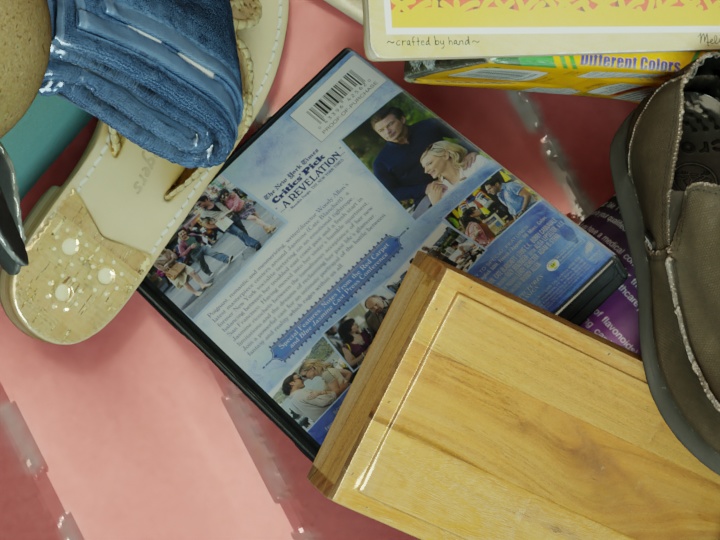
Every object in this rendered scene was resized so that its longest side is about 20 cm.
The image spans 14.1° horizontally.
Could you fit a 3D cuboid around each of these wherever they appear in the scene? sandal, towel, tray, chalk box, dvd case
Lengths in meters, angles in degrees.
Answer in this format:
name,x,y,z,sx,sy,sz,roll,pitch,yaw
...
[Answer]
name,x,y,z,sx,sy,sz,roll,pitch,yaw
sandal,-0.076,-0.061,1.225,0.078,0.070,0.212,33,78,-24
towel,-0.099,-0.140,1.177,0.049,0.112,0.200,-35,48,26
tray,0.089,0.079,1.134,0.200,0.037,0.099,25,94,-23
chalk box,0.098,-0.176,1.221,0.124,0.125,0.200,5,89,-15
dvd case,0.000,0.000,1.209,0.143,0.018,0.200,-44,46,-5

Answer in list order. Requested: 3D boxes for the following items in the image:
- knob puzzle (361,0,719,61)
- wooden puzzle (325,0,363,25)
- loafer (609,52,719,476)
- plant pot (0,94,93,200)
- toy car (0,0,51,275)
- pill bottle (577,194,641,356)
name,x,y,z,sx,sy,sz,roll,pitch,yaw
knob puzzle,0.086,-0.185,1.139,0.219,0.030,0.220,0,88,-15
wooden puzzle,-0.003,-0.222,1.293,0.200,0.046,0.185,32,81,6
loafer,0.142,-0.004,1.108,0.073,0.071,0.200,-4,51,-17
plant pot,-0.210,-0.085,1.190,0.141,0.200,0.141,38,82,7
toy car,-0.174,-0.083,1.018,0.158,0.164,0.200,-30,93,-5
pill bottle,0.106,0.041,1.211,0.200,0.112,0.112,-40,82,-6
